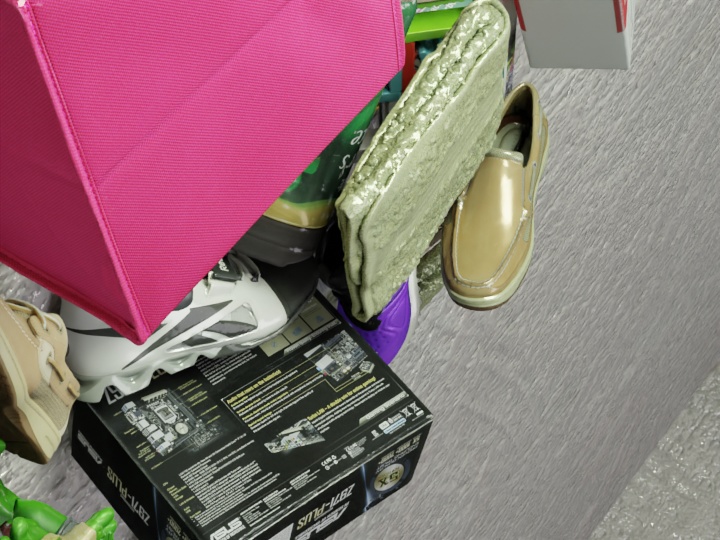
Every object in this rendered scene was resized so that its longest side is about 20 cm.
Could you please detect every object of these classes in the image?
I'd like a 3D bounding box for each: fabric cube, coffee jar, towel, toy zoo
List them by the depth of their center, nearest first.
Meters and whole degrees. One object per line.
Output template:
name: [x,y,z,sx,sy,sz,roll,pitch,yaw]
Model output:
fabric cube: [-0.119,-0.129,0.729,0.200,0.195,0.201,-49,149,-27]
coffee jar: [-0.035,-0.107,1.100,0.104,0.085,0.201,-88,-160,-67]
towel: [0.045,-0.073,1.131,0.201,0.036,0.149,-57,162,-23]
toy zoo: [0.028,-0.136,1.218,0.130,0.021,0.201,-8,146,-4]
towel: [0.031,0.032,1.474,0.200,0.037,0.148,-39,176,-33]

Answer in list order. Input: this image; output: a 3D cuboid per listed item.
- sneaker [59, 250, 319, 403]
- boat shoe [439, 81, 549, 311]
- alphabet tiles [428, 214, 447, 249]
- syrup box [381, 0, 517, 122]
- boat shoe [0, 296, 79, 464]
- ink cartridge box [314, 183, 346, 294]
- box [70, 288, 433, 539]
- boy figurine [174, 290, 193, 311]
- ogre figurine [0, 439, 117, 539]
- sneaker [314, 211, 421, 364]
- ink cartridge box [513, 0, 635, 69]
sneaker: [-0.110,0.011,1.110,0.199,0.074,0.089,-26,132,-30]
boat shoe: [0.102,-0.063,1.272,0.077,0.071,0.201,89,12,-50]
alphabet tiles: [0.069,-0.036,1.446,0.200,0.015,0.196,-40,180,27]
syrup box: [0.069,-0.153,1.323,0.079,0.081,0.201,-50,159,-25]
boat shoe: [-0.210,0.046,0.986,0.065,0.071,0.200,-60,167,-24]
ink cartridge box: [-0.088,0.007,1.258,0.200,0.050,0.163,-41,156,-11]
box: [-0.077,0.117,1.181,0.199,0.164,0.086,-30,153,-31]
boy figurine: [-0.109,-0.066,0.982,0.124,0.064,0.201,-26,146,-51]
ogre figurine: [-0.230,0.151,1.000,0.200,0.119,0.099,-16,130,-63]
sneaker: [0.000,0.000,1.259,0.099,0.069,0.202,-27,139,-45]
ink cartridge box: [0.169,-0.274,1.267,0.144,0.083,0.202,58,36,-67]
